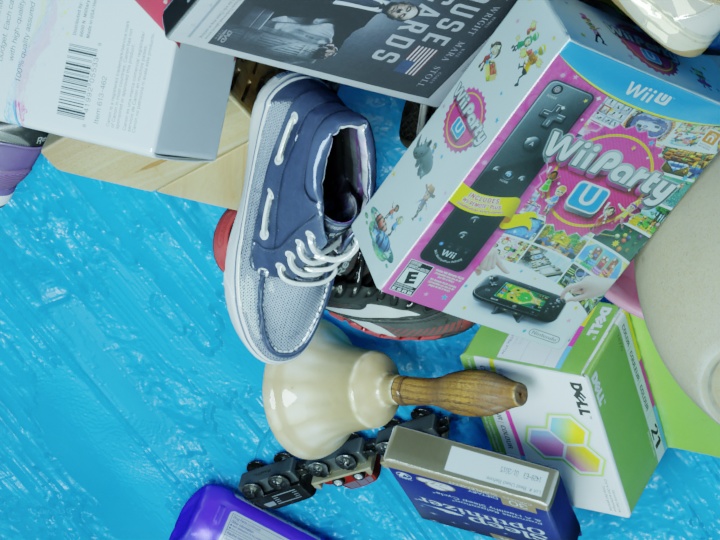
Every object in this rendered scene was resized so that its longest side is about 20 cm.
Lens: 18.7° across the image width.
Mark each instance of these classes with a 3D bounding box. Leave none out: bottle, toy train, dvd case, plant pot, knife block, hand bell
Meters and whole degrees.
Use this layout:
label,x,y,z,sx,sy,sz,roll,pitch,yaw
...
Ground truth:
label,x,y,z,sx,sy,sz,roll,pitch,yaw
bottle,-0.057,0.246,1.783,0.199,0.066,0.084,29,151,-12
toy train,-0.008,0.150,1.706,0.199,0.034,0.046,-20,127,31
dvd case,0.006,-0.163,1.273,0.199,0.025,0.150,11,143,-33
plant pot,0.260,0.027,1.341,0.199,0.135,0.201,8,133,9
knife block,-0.108,-0.131,1.453,0.198,0.064,0.176,13,133,5
hand bell,0.036,0.083,1.541,0.199,0.104,0.104,-3,134,43

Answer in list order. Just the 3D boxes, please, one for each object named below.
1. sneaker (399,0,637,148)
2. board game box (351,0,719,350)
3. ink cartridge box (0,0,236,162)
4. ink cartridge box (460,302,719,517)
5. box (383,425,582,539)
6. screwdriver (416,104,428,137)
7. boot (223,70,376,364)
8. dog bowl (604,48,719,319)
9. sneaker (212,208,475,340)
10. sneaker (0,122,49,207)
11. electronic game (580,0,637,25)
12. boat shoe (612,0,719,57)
label,x,y,z,sx,sy,sz,roll,pitch,yaw
sneaker,0.108,-0.106,1.399,0.075,0.071,0.199,31,149,-30
board game box,0.112,-0.059,1.318,0.147,0.064,0.200,18,122,-32
ink cartridge box,-0.179,-0.159,1.358,0.199,0.083,0.147,14,96,24
ink cartridge box,0.187,0.100,1.535,0.199,0.076,0.148,10,137,34
box,0.093,0.166,1.580,0.120,0.033,0.200,14,165,16
screwdriver,0.047,-0.173,1.365,0.029,0.028,0.201,27,123,23
boot,-0.036,-0.019,1.388,0.072,0.090,0.202,-9,117,-25
dog bowl,0.221,-0.043,1.432,0.198,0.074,0.201,9,134,9
sneaker,0.000,0.000,1.508,0.199,0.071,0.098,18,171,-14
sneaker,-0.307,-0.133,1.518,0.199,0.076,0.088,31,118,-18
electronic game,0.179,-0.227,1.295,0.198,0.042,0.201,9,134,9
boat shoe,0.142,-0.209,1.254,0.199,0.074,0.069,36,127,-13
